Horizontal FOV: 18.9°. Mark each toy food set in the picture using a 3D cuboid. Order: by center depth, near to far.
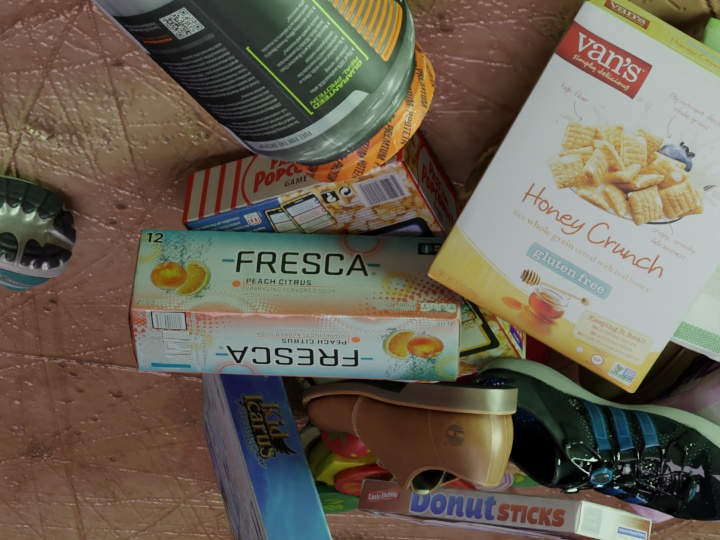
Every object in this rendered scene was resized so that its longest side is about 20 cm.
[{"bbox_3d":[0.048,0.131,1.517,0.200,0.049,0.198,4,157,-18],"label":"toy food set"}]

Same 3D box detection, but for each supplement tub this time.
[{"bbox_3d":[-0.054,-0.141,1.156,0.122,0.123,0.200,-19,135,30],"label":"supplement tub"}]

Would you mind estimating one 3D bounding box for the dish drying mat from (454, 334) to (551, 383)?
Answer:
[{"bbox_3d":[0.028,0.046,1.471,0.200,0.018,0.077,11,141,-4],"label":"dish drying mat"}]

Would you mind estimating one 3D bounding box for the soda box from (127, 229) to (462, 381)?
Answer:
[{"bbox_3d":[-0.038,0.021,1.316,0.200,0.068,0.064,2,140,2],"label":"soda box"}]

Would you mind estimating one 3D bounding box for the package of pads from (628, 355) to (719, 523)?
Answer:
[{"bbox_3d":[0.256,0.082,1.390,0.200,0.120,0.076,-34,93,42],"label":"package of pads"}]

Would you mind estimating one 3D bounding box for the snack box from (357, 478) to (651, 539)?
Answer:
[{"bbox_3d":[0.092,0.160,1.424,0.072,0.024,0.200,17,168,-42],"label":"snack box"}]

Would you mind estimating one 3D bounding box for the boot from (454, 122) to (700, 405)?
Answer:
[{"bbox_3d":[0.139,-0.007,1.351,0.200,0.066,0.175,29,125,-27],"label":"boot"}]

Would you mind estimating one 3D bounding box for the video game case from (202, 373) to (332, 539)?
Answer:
[{"bbox_3d":[-0.063,0.150,1.459,0.045,0.200,0.181,-13,152,-11],"label":"video game case"}]

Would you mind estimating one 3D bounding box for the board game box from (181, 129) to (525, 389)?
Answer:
[{"bbox_3d":[0.000,0.000,1.376,0.151,0.046,0.200,-14,134,20],"label":"board game box"}]

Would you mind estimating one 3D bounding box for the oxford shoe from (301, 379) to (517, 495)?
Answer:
[{"bbox_3d":[0.022,0.102,1.346,0.071,0.071,0.200,1,180,-31],"label":"oxford shoe"}]

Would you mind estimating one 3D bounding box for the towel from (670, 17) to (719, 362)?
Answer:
[{"bbox_3d":[0.235,-0.035,1.243,0.149,0.031,0.200,23,120,7],"label":"towel"}]

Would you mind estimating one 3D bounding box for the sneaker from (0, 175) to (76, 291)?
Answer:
[{"bbox_3d":[-0.283,-0.033,1.381,0.200,0.078,0.080,24,149,-20],"label":"sneaker"}]

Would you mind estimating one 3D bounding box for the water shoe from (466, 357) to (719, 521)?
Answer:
[{"bbox_3d":[0.150,0.120,1.350,0.200,0.079,0.072,19,124,24],"label":"water shoe"}]

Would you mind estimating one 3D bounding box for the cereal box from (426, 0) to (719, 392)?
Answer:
[{"bbox_3d":[0.145,-0.044,1.230,0.144,0.040,0.200,29,120,2],"label":"cereal box"}]
